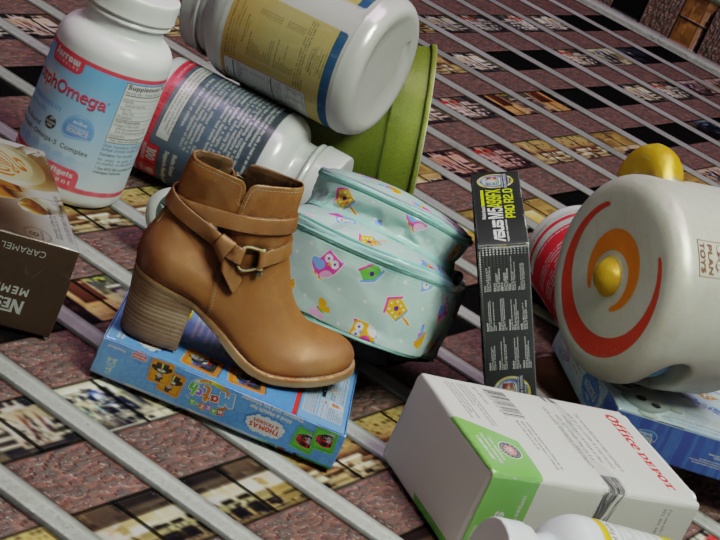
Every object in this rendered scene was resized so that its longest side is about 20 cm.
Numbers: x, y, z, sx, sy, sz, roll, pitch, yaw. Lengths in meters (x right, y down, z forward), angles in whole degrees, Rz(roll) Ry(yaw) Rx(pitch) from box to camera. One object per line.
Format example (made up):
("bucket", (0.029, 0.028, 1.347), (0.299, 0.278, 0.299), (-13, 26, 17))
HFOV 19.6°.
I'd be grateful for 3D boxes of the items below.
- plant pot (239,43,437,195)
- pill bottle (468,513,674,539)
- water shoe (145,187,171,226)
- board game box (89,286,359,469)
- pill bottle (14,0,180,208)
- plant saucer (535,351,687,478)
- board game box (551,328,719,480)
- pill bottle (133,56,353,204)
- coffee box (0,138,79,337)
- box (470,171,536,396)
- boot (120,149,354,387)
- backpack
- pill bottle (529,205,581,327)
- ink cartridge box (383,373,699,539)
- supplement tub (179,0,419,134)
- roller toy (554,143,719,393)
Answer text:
("plant pot", (-0.035, -0.150, 2.138), (0.193, 0.201, 0.200), (10, 20, -3))
("pill bottle", (0.172, 0.233, 1.445), (0.200, 0.112, 0.112), (16, 20, -20))
("water shoe", (-0.121, -0.031, 1.899), (0.200, 0.072, 0.079), (15, -1, -35))
("board game box", (-0.103, 0.077, 1.648), (0.200, 0.037, 0.151), (24, 19, -4))
("pill bottle", (-0.236, -0.166, 1.884), (0.109, 0.200, 0.109), (21, 19, -7))
("plant saucer", (0.215, 0.127, 1.904), (0.200, 0.032, 0.200), (20, 19, -7))
("board game box", (0.290, 0.123, 1.885), (0.200, 0.043, 0.199), (18, 20, -15))
("pill bottle", (-0.115, -0.113, 2.013), (0.200, 0.120, 0.120), (27, 19, 9))
("coffee box", (-0.301, -0.038, 1.653), (0.114, 0.080, 0.200), (16, 20, -23))
("box", (0.122, 0.036, 1.765), (0.044, 0.200, 0.160), (-4, 25, 3))
("boot", (-0.073, -0.002, 1.598), (0.200, 0.155, 0.077), (19, 19, -15))
("backpack", (0.000, 0.000, 1.756), (0.176, 0.153, 0.200), (25, 10, 9))
("pill bottle", (0.242, 0.021, 2.091), (0.112, 0.112, 0.200), (17, 20, -19))
("ink cartridge box", (0.141, 0.164, 1.631), (0.200, 0.084, 0.146), (13, 22, -29))
("supplement tub", (-0.059, -0.232, 2.008), (0.200, 0.145, 0.145), (28, 19, 19))
("roller toy", (0.261, 0.010, 1.803), (0.140, 0.200, 0.182), (8, 29, -32))
